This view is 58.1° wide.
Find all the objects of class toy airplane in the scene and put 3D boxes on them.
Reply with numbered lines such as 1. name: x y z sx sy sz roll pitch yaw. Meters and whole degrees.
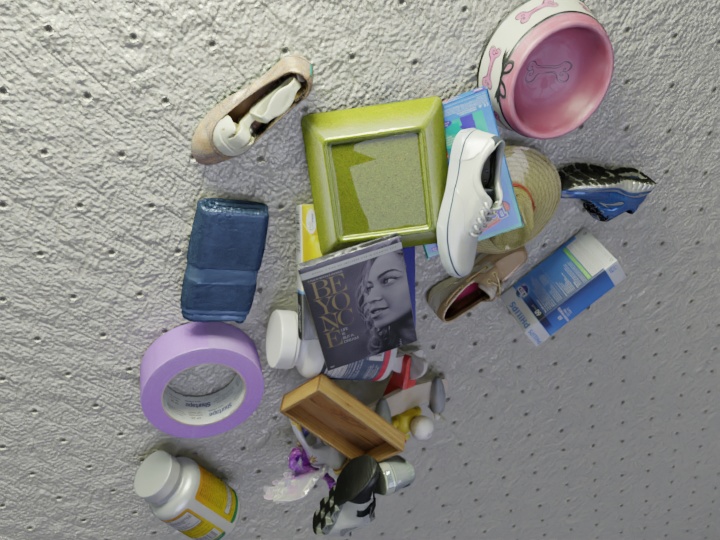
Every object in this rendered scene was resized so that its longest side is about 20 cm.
1. toy airplane: 0.087 0.247 1.195 0.200 0.141 0.200 -42 146 -12

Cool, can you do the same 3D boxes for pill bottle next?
1. pill bottle: -0.049 0.117 1.061 0.196 0.120 0.121 6 123 -24
2. pill bottle: -0.317 0.414 1.186 0.111 0.114 0.201 -32 131 5

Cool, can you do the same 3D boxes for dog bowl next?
1. dog bowl: 0.268 -0.277 0.917 0.195 0.074 0.204 -11 128 -14

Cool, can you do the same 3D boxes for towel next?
1. towel: -0.201 -0.012 0.952 0.109 0.049 0.203 4 125 -23

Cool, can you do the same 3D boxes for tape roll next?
1. tape roll: -0.259 0.182 1.066 0.195 0.066 0.204 -10 128 -13

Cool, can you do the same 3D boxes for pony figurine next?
1. pony figurine: -0.076 0.346 1.199 0.189 0.166 0.205 -3 105 27

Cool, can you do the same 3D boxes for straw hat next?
1. straw hat: 0.231 -0.083 1.012 0.196 0.086 0.204 0 128 0

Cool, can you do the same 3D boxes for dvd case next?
1. dvd case: 0.001 0.050 0.929 0.145 0.016 0.203 -17 128 -6

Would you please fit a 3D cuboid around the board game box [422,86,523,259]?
1. board game box: 0.134 -0.137 0.926 0.149 0.045 0.204 -17 106 6

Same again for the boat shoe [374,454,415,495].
1. boat shoe: 0.052 0.366 1.170 0.070 0.072 0.201 -8 170 -14

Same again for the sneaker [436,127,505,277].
1. sneaker: 0.151 -0.085 0.869 0.072 0.070 0.205 -13 113 -41

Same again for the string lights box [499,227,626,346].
1. string lights box: 0.359 0.029 1.164 0.199 0.104 0.059 -40 130 12

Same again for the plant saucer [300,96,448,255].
1. plant saucer: 0.025 -0.119 0.886 0.195 0.048 0.205 -7 108 4

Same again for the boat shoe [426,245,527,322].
1. boat shoe: 0.212 0.025 1.126 0.198 0.070 0.074 -35 130 7

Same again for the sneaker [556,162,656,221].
1. sneaker: 0.402 -0.122 1.084 0.195 0.079 0.091 2 123 -22

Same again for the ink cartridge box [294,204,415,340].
1. ink cartridge box: 0.000 0.000 0.984 0.195 0.047 0.203 -3 95 -16

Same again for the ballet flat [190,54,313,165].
1. ballet flat: -0.139 -0.197 0.824 0.199 0.068 0.068 -40 129 12

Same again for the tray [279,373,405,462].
1. tray: -0.027 0.251 1.068 0.098 0.037 0.199 -32 121 32

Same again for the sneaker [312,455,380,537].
1. sneaker: -0.002 0.392 1.115 0.087 0.075 0.201 22 125 -18
